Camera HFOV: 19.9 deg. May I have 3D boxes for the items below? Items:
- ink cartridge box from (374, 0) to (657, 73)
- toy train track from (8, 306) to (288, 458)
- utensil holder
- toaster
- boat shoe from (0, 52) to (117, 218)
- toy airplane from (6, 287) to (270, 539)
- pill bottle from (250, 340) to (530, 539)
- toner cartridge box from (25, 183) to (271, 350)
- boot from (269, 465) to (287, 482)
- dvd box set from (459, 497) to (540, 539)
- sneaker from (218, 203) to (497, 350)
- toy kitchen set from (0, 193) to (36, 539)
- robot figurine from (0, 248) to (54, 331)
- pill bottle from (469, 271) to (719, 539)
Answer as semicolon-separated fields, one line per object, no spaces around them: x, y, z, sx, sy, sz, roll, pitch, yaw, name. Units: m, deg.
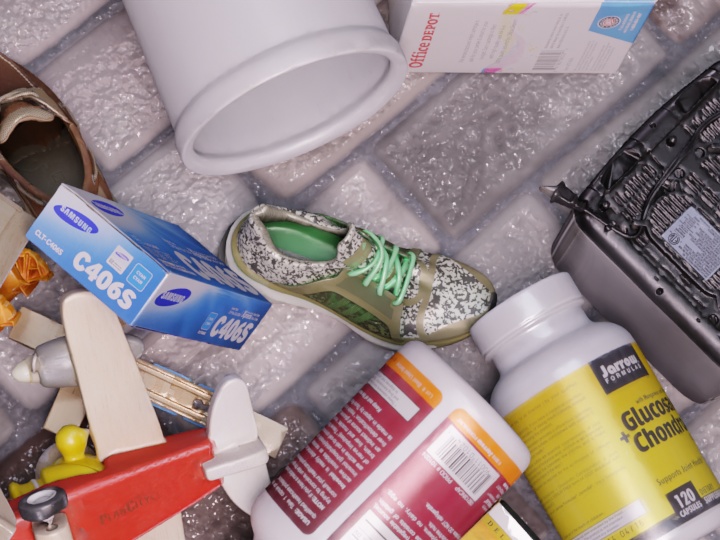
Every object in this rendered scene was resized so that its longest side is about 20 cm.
0.098;-0.222;1.474;0.198;0.129;0.126;0;73;-7;ink cartridge box
-0.145;0.077;1.404;0.199;0.033;0.115;25;81;-3;toy train track
-0.082;-0.194;1.427;0.169;0.170;0.201;-20;74;-12;utensil holder
0.245;-0.030;1.439;0.200;0.119;0.181;44;73;7;toaster
-0.226;-0.094;1.406;0.075;0.072;0.200;-32;59;-16;boat shoe
-0.156;0.134;1.329;0.198;0.141;0.201;29;79;-36;toy airplane
0.004;0.151;1.305;0.113;0.113;0.200;45;87;7;pill bottle
-0.133;0.001;1.335;0.095;0.200;0.043;38;95;16;toner cartridge box
0.023;0.190;1.385;0.130;0.068;0.200;-42;79;-6;boot
0.069;0.270;1.335;0.200;0.029;0.146;-43;85;6;dvd box set
0.000;0.000;1.416;0.198;0.089;0.078;14;72;-3;sneaker
-0.267;0.080;1.255;0.163;0.200;0.181;35;28;-10;toy kitchen set
-0.286;-0.053;1.350;0.058;0.145;0.201;-24;107;20;robot figurine
0.157;0.107;1.391;0.111;0.112;0.201;-27;79;-14;pill bottle
